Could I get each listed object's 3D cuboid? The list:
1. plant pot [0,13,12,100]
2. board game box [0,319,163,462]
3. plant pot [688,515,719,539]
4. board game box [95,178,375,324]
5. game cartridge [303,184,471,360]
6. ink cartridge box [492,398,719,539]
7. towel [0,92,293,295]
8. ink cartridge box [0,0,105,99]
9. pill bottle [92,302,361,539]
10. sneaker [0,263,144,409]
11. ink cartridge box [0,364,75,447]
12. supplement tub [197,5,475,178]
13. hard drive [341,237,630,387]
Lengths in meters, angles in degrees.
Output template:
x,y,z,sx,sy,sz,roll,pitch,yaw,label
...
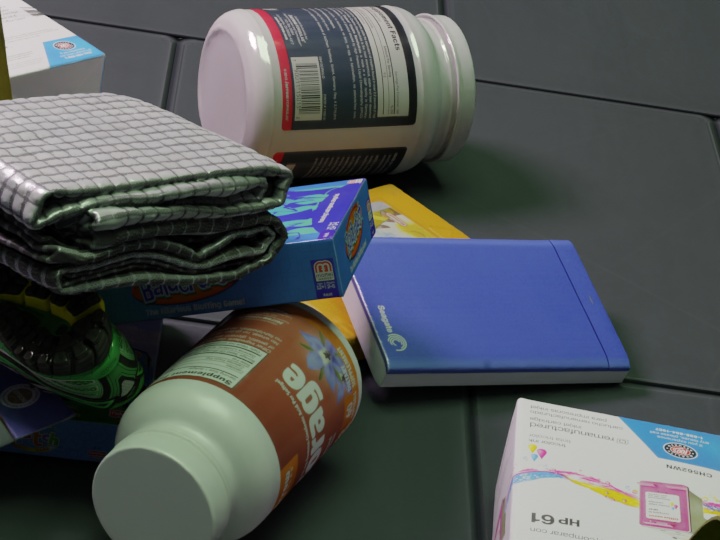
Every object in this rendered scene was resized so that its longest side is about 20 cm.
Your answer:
x,y,z,sx,sy,sz,roll,pitch,yaw,label
-0.390,-0.131,1.753,0.194,0.196,0.200,8,32,18,plant pot
-0.214,0.058,1.645,0.151,0.037,0.200,6,29,-4,board game box
0.242,0.264,1.317,0.200,0.187,0.187,28,30,0,plant pot
-0.100,-0.012,1.632,0.200,0.045,0.152,-8,16,10,board game box
0.000,0.000,1.827,0.200,0.032,0.176,-15,37,-39,game cartridge
0.158,0.177,1.509,0.144,0.085,0.200,10,30,-1,ink cartridge box
-0.168,-0.045,1.508,0.200,0.086,0.166,-10,28,-42,towel
-0.323,-0.183,2.008,0.116,0.067,0.200,-19,41,-42,ink cartridge box
-0.086,0.105,1.529,0.112,0.112,0.200,20,31,16,pill bottle
-0.217,0.040,1.538,0.078,0.085,0.200,-47,44,-15,sneaker
-0.316,0.070,1.536,0.200,0.043,0.196,-24,39,-24,ink cartridge box
-0.021,-0.147,1.968,0.200,0.140,0.140,-4,32,-24,supplement tub
0.087,0.029,1.764,0.200,0.025,0.132,0,46,-26,hard drive
